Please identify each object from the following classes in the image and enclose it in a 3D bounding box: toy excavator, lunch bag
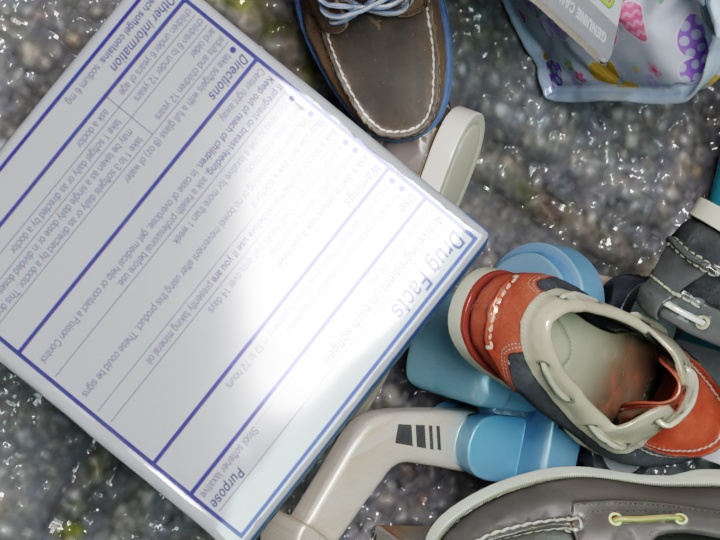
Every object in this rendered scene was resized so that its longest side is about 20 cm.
[{"bbox_3d":[0.051,0.076,0.881,0.199,0.100,0.196,10,92,-32],"label":"toy excavator"},{"bbox_3d":[0.184,-0.171,0.862,0.169,0.200,0.128,-32,109,-16],"label":"lunch bag"}]

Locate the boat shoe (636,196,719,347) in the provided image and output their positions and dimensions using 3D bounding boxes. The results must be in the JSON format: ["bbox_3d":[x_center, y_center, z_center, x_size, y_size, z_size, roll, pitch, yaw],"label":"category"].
[{"bbox_3d":[0.212,0.041,0.852,0.200,0.072,0.068,37,86,-35],"label":"boat shoe"}]

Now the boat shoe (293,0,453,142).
[{"bbox_3d":[-0.006,-0.147,0.787,0.072,0.072,0.201,-16,111,8],"label":"boat shoe"}]

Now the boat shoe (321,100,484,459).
[{"bbox_3d":[0.000,0.000,0.883,0.059,0.072,0.201,25,100,15],"label":"boat shoe"}]

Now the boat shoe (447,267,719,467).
[{"bbox_3d":[0.127,0.052,0.821,0.200,0.062,0.072,29,77,-40],"label":"boat shoe"}]

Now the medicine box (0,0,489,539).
[{"bbox_3d":[-0.074,-0.003,0.784,0.200,0.103,0.182,39,85,0],"label":"medicine box"}]

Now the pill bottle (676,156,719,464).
[{"bbox_3d":[0.243,0.015,0.964,0.110,0.111,0.201,13,92,-25],"label":"pill bottle"}]

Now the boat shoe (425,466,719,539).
[{"bbox_3d":[0.132,0.141,0.843,0.200,0.061,0.072,-3,119,-17],"label":"boat shoe"}]

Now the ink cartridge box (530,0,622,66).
[{"bbox_3d":[0.048,-0.202,0.722,0.200,0.083,0.177,28,70,-53],"label":"ink cartridge box"}]

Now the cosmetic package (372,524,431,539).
[{"bbox_3d":[0.105,0.203,0.942,0.199,0.087,0.104,7,99,-24],"label":"cosmetic package"}]
